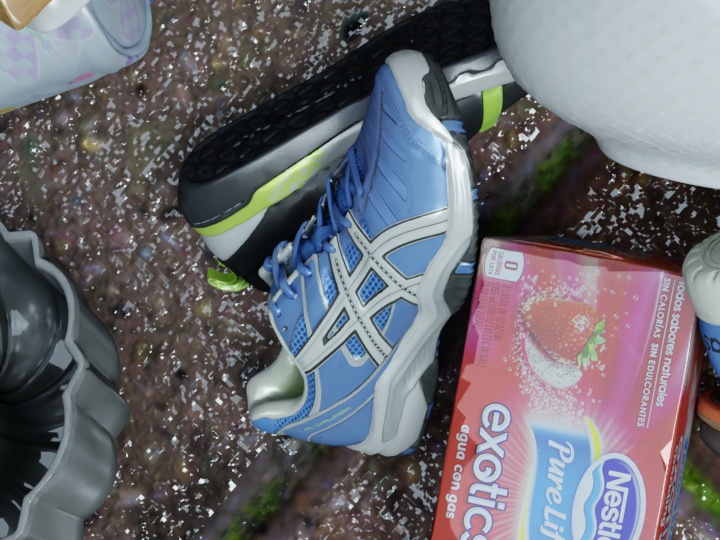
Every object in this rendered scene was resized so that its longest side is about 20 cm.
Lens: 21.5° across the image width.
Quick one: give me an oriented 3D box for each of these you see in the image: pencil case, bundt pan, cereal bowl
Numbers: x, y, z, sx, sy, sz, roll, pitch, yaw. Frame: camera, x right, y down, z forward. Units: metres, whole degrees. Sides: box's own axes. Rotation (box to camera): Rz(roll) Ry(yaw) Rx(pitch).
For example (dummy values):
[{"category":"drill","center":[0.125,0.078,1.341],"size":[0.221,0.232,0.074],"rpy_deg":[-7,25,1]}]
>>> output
[{"category":"pencil case","center":[-0.200,-0.112,0.899],"size":[0.199,0.083,0.091],"rpy_deg":[-18,90,16]},{"category":"bundt pan","center":[-0.191,0.078,0.879],"size":[0.201,0.076,0.203],"rpy_deg":[-13,61,24]},{"category":"cereal bowl","center":[0.146,-0.082,0.749],"size":[0.199,0.200,0.084],"rpy_deg":[12,107,15]}]

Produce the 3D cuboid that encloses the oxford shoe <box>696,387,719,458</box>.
[{"category":"oxford shoe","center":[0.222,0.117,0.797],"size":[0.200,0.071,0.073],"rpy_deg":[31,112,18]}]

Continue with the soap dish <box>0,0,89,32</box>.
[{"category":"soap dish","center":[-0.150,-0.201,0.824],"size":[0.157,0.081,0.200],"rpy_deg":[-48,44,-8]}]

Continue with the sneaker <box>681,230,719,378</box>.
[{"category":"sneaker","center":[0.225,0.009,0.769],"size":[0.199,0.077,0.112],"rpy_deg":[-28,108,-25]}]

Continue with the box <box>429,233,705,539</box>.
[{"category":"box","center":[0.088,0.088,0.816],"size":[0.095,0.100,0.201],"rpy_deg":[11,94,13]}]

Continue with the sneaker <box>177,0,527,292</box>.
[{"category":"sneaker","center":[0.012,-0.053,0.863],"size":[0.199,0.072,0.083],"rpy_deg":[-25,119,11]}]

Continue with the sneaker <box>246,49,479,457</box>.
[{"category":"sneaker","center":[0.000,0.000,0.807],"size":[0.077,0.076,0.201],"rpy_deg":[1,122,-15]}]
